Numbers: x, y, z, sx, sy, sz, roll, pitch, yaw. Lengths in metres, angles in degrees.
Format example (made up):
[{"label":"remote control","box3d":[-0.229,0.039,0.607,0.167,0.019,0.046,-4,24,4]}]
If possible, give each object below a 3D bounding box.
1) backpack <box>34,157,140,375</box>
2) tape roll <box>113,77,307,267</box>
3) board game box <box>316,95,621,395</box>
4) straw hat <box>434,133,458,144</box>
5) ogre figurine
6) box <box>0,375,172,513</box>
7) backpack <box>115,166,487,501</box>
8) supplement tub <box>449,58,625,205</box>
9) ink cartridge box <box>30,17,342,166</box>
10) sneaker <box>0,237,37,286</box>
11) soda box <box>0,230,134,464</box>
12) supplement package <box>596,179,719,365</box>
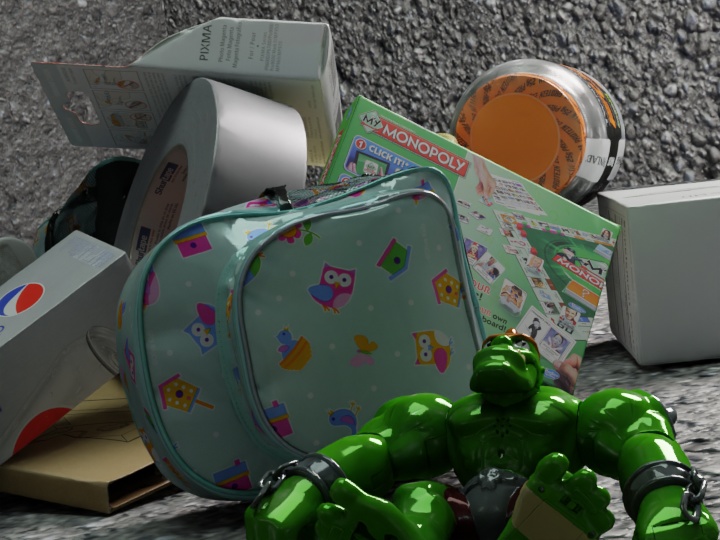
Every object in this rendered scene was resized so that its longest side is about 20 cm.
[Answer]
[{"label":"backpack","box3d":[-0.161,0.012,1.563,0.175,0.154,0.200,10,-15,-30]},{"label":"tape roll","box3d":[-0.106,-0.024,1.355,0.066,0.201,0.200,18,-4,-20]},{"label":"board game box","box3d":[0.063,-0.012,1.323,0.200,0.135,0.029,26,-30,-10]},{"label":"straw hat","box3d":[0.036,-0.059,1.469,0.201,0.085,0.201,12,16,-3]},{"label":"ogre figurine","box3d":[0.059,0.091,0.901,0.200,0.098,0.120,-22,17,25]},{"label":"box","box3d":[-0.170,0.103,1.278,0.200,0.021,0.163,6,18,39]},{"label":"backpack","box3d":[-0.031,0.040,1.117,0.200,0.176,0.153,-12,2,-9]},{"label":"supplement tub","box3d":[0.138,-0.102,1.593,0.122,0.123,0.200,-6,3,13]},{"label":"ink cartridge box","box3d":[-0.116,-0.128,1.442,0.199,0.057,0.163,8,-17,5]},{"label":"sneaker","box3d":[-0.296,0.062,1.388,0.071,0.200,0.099,39,-23,-22]},{"label":"soda box","box3d":[-0.217,0.064,1.229,0.200,0.068,0.063,-38,33,-24]},{"label":"supplement package","box3d":[0.247,-0.003,1.519,0.117,0.118,0.200,-5,5,0]}]
